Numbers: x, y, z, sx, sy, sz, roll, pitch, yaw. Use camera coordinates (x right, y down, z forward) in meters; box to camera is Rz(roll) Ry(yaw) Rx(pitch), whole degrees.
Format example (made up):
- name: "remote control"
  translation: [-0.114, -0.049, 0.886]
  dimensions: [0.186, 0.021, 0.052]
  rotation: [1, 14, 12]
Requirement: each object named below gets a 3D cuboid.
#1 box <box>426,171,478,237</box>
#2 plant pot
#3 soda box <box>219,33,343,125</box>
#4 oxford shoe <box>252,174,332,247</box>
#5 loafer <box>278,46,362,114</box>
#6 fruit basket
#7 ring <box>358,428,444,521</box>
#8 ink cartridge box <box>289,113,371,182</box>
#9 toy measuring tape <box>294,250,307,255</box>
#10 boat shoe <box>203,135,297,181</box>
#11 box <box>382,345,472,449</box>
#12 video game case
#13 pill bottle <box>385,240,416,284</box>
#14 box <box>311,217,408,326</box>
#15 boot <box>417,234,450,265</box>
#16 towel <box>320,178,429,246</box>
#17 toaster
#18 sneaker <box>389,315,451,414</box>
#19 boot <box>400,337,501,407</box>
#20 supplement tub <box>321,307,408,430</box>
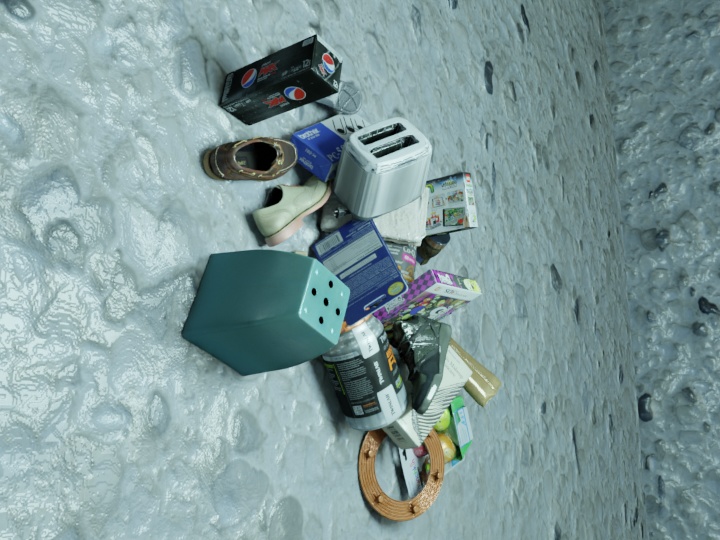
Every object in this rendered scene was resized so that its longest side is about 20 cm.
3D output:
- name: "box"
  translation: [0.137, -0.124, 1.394]
  dimensions: [0.035, 0.198, 0.112]
  rotation: [-2, 84, -53]
- name: "plant pot"
  translation: [-0.123, 0.055, 0.996]
  dimensions: [0.141, 0.198, 0.143]
  rotation: [42, 50, -41]
- name: "soda box"
  translation: [-0.124, -0.292, 1.068]
  dimensions: [0.070, 0.198, 0.064]
  rotation: [29, 61, -47]
- name: "oxford shoe"
  translation: [-0.111, -0.124, 1.165]
  dimensions: [0.074, 0.070, 0.201]
  rotation: [56, 39, -19]
- name: "loafer"
  translation: [-0.085, -0.346, 1.267]
  dimensions: [0.199, 0.063, 0.073]
  rotation: [23, 93, -39]
- name: "fruit basket"
  translation: [0.149, 0.341, 1.404]
  dimensions: [0.199, 0.093, 0.188]
  rotation: [-18, 98, -51]
- name: "ring"
  translation: [0.084, 0.371, 1.305]
  dimensions: [0.198, 0.019, 0.204]
  rotation: [8, 74, -29]
- name: "ink cartridge box"
  translation: [-0.041, -0.233, 1.264]
  dimensions: [0.094, 0.044, 0.200]
  rotation: [38, 38, 12]
- name: "toy measuring tape"
  translation: [-0.107, 0.060, 1.147]
  dimensions: [0.074, 0.073, 0.202]
  rotation: [45, 32, -39]
- name: "boat shoe"
  translation: [-0.160, -0.180, 1.108]
  dimensions: [0.199, 0.070, 0.071]
  rotation: [-27, 103, -54]
- name: "box"
  translation: [0.124, 0.240, 1.310]
  dimensions: [0.082, 0.068, 0.200]
  rotation: [47, 58, -6]
- name: "video game case"
  translation: [0.112, 0.073, 1.324]
  dimensions: [0.180, 0.199, 0.036]
  rotation: [13, 47, -52]
- name: "pill bottle"
  translation: [0.053, -0.052, 1.333]
  dimensions: [0.116, 0.115, 0.203]
  rotation: [27, 62, -48]
- name: "box"
  translation: [0.000, 0.000, 1.168]
  dimensions: [0.032, 0.120, 0.201]
  rotation: [52, 9, -48]
- name: "boot"
  translation: [0.119, -0.110, 1.493]
  dimensions: [0.074, 0.097, 0.202]
  rotation: [-4, 57, -29]
- name: "towel"
  translation: [0.028, -0.120, 1.275]
  dimensions: [0.035, 0.197, 0.134]
  rotation: [104, -7, -66]
- name: "toaster"
  translation: [0.034, -0.178, 1.192]
  dimensions: [0.198, 0.130, 0.114]
  rotation: [-24, 59, -29]
- name: "sneaker"
  translation: [0.097, 0.163, 1.251]
  dimensions: [0.113, 0.077, 0.201]
  rotation: [22, 51, -6]
- name: "boot"
  translation: [0.195, 0.207, 1.438]
  dimensions: [0.200, 0.066, 0.175]
  rotation: [46, 38, 6]
- name: "supplement tub"
  translation: [0.001, 0.167, 1.209]
  dimensions: [0.122, 0.121, 0.202]
  rotation: [-38, 114, -50]
